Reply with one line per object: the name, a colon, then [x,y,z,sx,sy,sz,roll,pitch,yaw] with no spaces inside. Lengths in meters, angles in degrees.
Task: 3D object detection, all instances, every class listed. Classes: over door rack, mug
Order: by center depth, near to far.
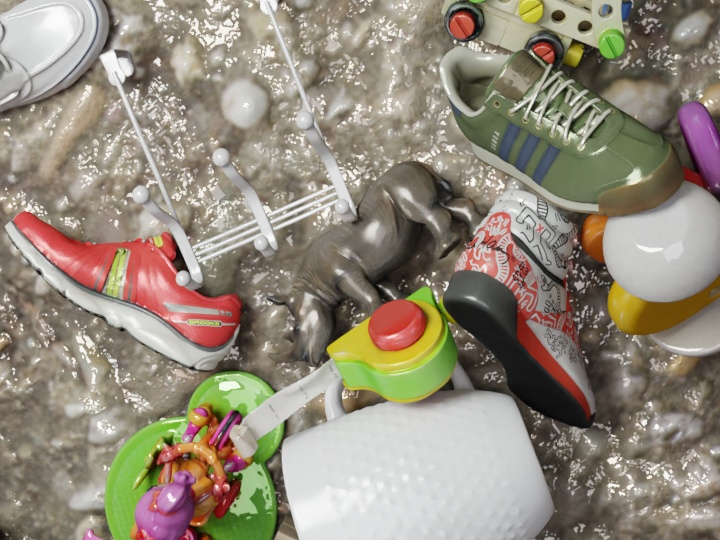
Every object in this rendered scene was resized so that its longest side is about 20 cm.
over door rack: [-0.104,-0.105,0.796,0.146,0.067,0.202,-22,83,9]
mug: [0.040,0.143,0.807,0.173,0.148,0.202,-20,66,3]

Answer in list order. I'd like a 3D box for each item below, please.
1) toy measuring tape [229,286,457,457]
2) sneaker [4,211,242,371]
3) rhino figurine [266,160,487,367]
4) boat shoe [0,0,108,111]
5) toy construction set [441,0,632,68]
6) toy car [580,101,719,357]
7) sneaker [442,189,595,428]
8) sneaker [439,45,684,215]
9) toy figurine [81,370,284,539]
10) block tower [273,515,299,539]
toy measuring tape: [0.003,0.078,0.753,0.199,0.074,0.074,-34,94,-12]
sneaker: [-0.183,0.002,0.848,0.198,0.077,0.086,31,82,-3]
rhino figurine: [0.000,0.000,0.819,0.200,0.060,0.088,-44,71,12]
boat shoe: [-0.286,-0.155,0.829,0.198,0.065,0.074,-31,94,11]
toy construction set: [0.127,-0.218,0.756,0.198,0.092,0.132,29,126,10]
toy car: [0.248,-0.046,0.750,0.198,0.175,0.151,-30,57,12]
sneaker: [0.138,0.029,0.783,0.067,0.201,0.109,9,63,42]
sneaker: [0.120,-0.102,0.716,0.067,0.200,0.090,-45,125,-10]
toy figurine: [-0.139,0.187,0.803,0.149,0.184,0.202,31,100,1]
block tower: [-0.084,0.307,0.880,0.057,0.054,0.202,24,100,3]
